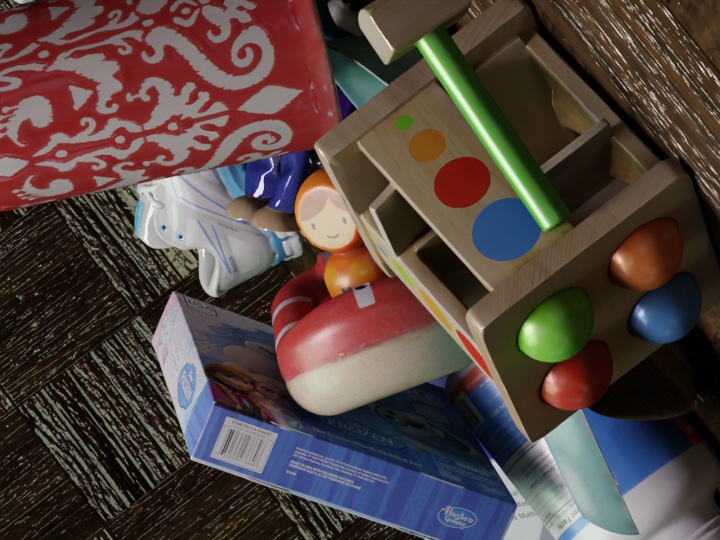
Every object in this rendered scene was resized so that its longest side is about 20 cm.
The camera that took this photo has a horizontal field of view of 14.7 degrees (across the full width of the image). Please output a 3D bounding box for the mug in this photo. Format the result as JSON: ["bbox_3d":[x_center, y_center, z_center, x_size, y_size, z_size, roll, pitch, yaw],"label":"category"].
[{"bbox_3d":[-0.124,-0.112,1.596,0.178,0.200,0.134,-129,24,-78],"label":"mug"}]

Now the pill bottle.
[{"bbox_3d":[0.152,0.116,1.722,0.200,0.112,0.112,52,175,11],"label":"pill bottle"}]

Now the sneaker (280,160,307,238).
[{"bbox_3d":[-0.021,-0.041,1.868,0.099,0.078,0.200,21,-177,-15],"label":"sneaker"}]

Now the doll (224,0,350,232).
[{"bbox_3d":[-0.045,-0.127,1.718,0.136,0.048,0.201,22,110,61],"label":"doll"}]

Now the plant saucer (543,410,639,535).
[{"bbox_3d":[0.103,0.061,1.558,0.200,0.027,0.201,-25,-90,-86],"label":"plant saucer"}]

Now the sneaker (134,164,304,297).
[{"bbox_3d":[-0.119,-0.061,1.797,0.200,0.087,0.075,55,174,-27],"label":"sneaker"}]

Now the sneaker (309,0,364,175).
[{"bbox_3d":[0.005,-0.076,1.778,0.200,0.099,0.070,52,175,29],"label":"sneaker"}]

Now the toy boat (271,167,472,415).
[{"bbox_3d":[0.000,0.000,1.665,0.200,0.130,0.131,-105,-6,-75],"label":"toy boat"}]

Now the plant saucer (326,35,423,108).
[{"bbox_3d":[0.058,-0.072,1.600,0.200,0.036,0.200,43,175,5],"label":"plant saucer"}]

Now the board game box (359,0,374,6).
[{"bbox_3d":[-0.021,-0.210,1.588,0.200,0.023,0.105,53,177,-3],"label":"board game box"}]

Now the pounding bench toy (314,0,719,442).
[{"bbox_3d":[0.074,-0.036,1.320,0.156,0.124,0.200,50,174,32],"label":"pounding bench toy"}]

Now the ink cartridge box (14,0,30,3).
[{"bbox_3d":[-0.137,-0.207,1.612,0.200,0.162,0.057,-156,42,-81],"label":"ink cartridge box"}]

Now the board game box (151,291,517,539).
[{"bbox_3d":[-0.020,0.093,1.722,0.200,0.043,0.199,20,-167,-17],"label":"board game box"}]

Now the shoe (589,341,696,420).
[{"bbox_3d":[0.150,0.036,1.576,0.200,0.070,0.054,54,-141,-63],"label":"shoe"}]

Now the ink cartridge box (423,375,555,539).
[{"bbox_3d":[0.122,0.143,1.856,0.200,0.199,0.041,55,-143,-25],"label":"ink cartridge box"}]
